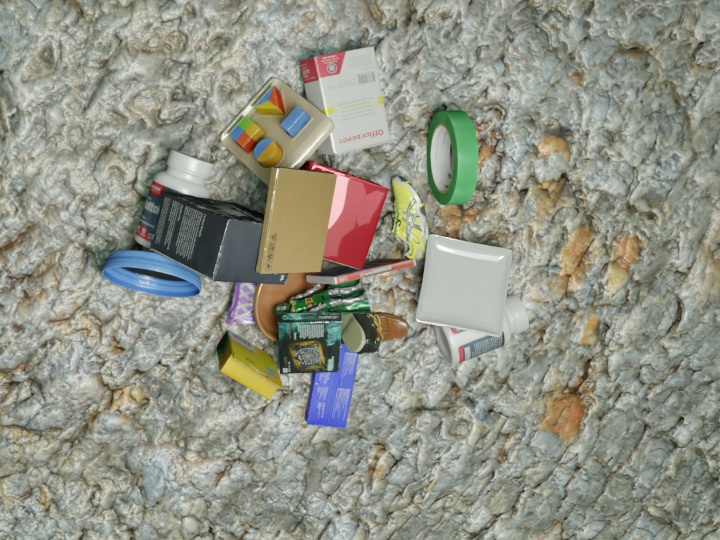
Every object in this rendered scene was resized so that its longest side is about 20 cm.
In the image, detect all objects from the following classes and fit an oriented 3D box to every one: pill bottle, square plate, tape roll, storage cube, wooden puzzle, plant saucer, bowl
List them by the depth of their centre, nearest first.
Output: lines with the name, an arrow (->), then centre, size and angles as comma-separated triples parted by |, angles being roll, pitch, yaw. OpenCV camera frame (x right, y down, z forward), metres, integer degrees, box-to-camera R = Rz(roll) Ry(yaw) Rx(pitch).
bowl -> -0.421, 0.008, 1.522 | 0.199, 0.201, 0.040 | 12, 72, -15
wooden puzzle -> -0.179, -0.289, 1.534 | 0.185, 0.046, 0.200 | -47, 62, 0
pill bottle -> -0.378, -0.139, 1.536 | 0.119, 0.120, 0.201 | 18, 96, -16
storage cube -> -0.067, -0.125, 1.587 | 0.199, 0.171, 0.181 | 16, 99, -16
tape roll -> 0.195, -0.242, 1.608 | 0.048, 0.200, 0.202 | -4, 102, -12
plant saucer -> -0.160, 0.054, 1.627 | 0.200, 0.037, 0.201 | -21, 120, -42
square plate -> 0.231, 0.034, 1.666 | 0.197, 0.028, 0.201 | 11, 79, -5
pill bottle -> 0.281, 0.131, 1.738 | 0.199, 0.120, 0.120 | -19, 105, -9

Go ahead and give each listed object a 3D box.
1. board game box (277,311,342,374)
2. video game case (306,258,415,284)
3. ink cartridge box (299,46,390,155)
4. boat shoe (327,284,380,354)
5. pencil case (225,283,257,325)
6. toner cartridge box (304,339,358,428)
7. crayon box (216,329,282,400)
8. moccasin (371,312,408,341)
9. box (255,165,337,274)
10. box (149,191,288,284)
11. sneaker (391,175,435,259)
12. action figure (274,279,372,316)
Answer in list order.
board game box -> -0.109, 0.158, 1.603 | 0.134, 0.028, 0.201 | -1, 141, -6
video game case -> 0.000, 0.000, 1.614 | 0.199, 0.143, 0.018 | -13, 98, -28
ink cartridge box -> -0.032, -0.355, 1.576 | 0.144, 0.083, 0.201 | -18, 105, -27
boat shoe -> -0.019, 0.100, 1.637 | 0.063, 0.202, 0.074 | 13, 127, -40
pencil case -> -0.236, 0.018, 1.618 | 0.085, 0.084, 0.201 | -2, 103, -50
toner cartridge box -> -0.065, 0.260, 1.729 | 0.094, 0.043, 0.201 | 8, 99, -15
crayon box -> -0.239, 0.204, 1.595 | 0.127, 0.200, 0.051 | 35, 92, -17
moccasin -> 0.015, 0.128, 1.703 | 0.200, 0.078, 0.074 | 11, 98, -15
box -> -0.120, -0.093, 1.436 | 0.163, 0.021, 0.201 | -2, 106, -50
box -> -0.263, -0.061, 1.457 | 0.199, 0.196, 0.125 | 4, 107, -54
sneaker -> 0.106, -0.114, 1.679 | 0.076, 0.075, 0.201 | -23, 104, -9
action figure -> -0.084, 0.067, 1.586 | 0.199, 0.118, 0.055 | -15, 133, -3
